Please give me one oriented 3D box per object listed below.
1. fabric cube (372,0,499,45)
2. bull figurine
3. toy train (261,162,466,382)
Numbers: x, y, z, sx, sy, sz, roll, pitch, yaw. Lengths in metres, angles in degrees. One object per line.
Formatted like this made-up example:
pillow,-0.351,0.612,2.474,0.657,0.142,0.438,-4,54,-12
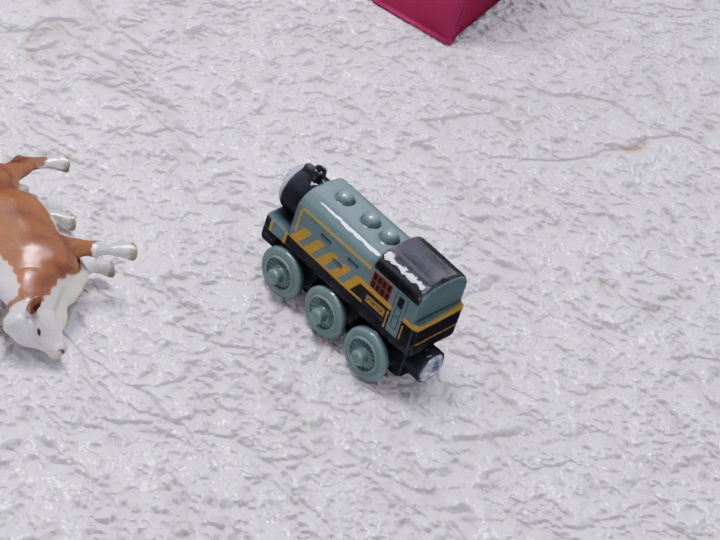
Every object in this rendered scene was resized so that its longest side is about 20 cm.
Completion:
fabric cube,0.082,-0.383,2.158,0.199,0.200,0.196,31,39,14
bull figurine,-0.253,-0.019,1.697,0.121,0.065,0.200,-9,49,-37
toy train,0.000,0.000,1.743,0.085,0.115,0.200,-22,55,-41
